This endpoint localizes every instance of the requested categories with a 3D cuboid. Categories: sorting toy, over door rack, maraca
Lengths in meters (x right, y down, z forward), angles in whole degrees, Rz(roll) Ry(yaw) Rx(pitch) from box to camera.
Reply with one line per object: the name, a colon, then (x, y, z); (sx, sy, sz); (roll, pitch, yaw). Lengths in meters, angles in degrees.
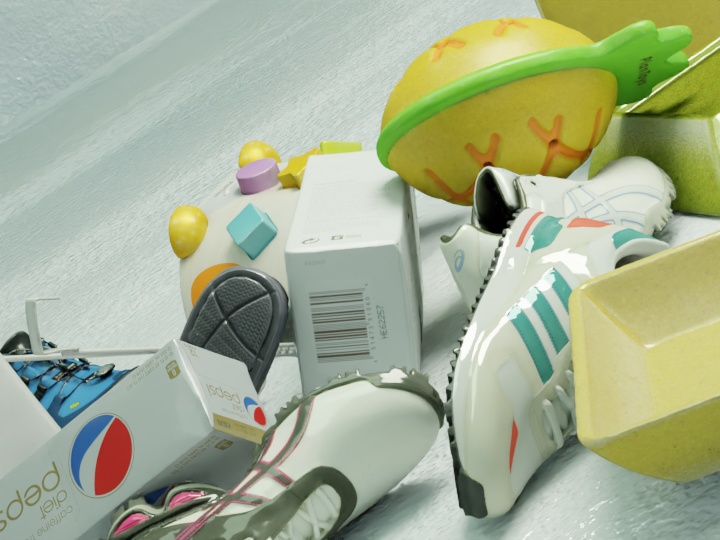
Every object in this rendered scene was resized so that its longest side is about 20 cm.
sorting toy: (-0.018, -0.041, 1.614); (0.179, 0.107, 0.200); (-17, 21, 38)
over door rack: (-0.147, 0.065, 1.444); (0.199, 0.067, 0.147); (12, -10, -32)
maraca: (0.104, -0.102, 1.398); (0.199, 0.108, 0.137); (-19, -13, 0)

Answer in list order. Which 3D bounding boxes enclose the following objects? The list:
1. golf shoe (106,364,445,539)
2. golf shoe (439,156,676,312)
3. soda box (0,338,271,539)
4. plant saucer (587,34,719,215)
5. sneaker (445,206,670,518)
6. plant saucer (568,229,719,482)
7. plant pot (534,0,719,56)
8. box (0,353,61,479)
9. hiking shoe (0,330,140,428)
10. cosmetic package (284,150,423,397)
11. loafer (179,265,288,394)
golf shoe: (-0.036, 0.128, 1.202); (0.199, 0.077, 0.088); (-33, 32, 8)
golf shoe: (0.113, -0.032, 1.328); (0.078, 0.097, 0.200); (-34, 9, 38)
soda box: (-0.142, 0.124, 1.278); (0.200, 0.064, 0.068); (-39, -32, 19)
plant saucer: (0.245, -0.112, 1.434); (0.200, 0.048, 0.200); (-36, 15, -14)
sneaker: (0.104, 0.043, 1.165); (0.093, 0.071, 0.200); (4, 41, 18)
plant saucer: (0.196, 0.026, 1.054); (0.199, 0.049, 0.200); (-22, 16, 11)
plant pot: (0.210, -0.228, 1.603); (0.199, 0.196, 0.194); (-22, 11, 7)
box: (-0.299, 0.134, 1.396); (0.200, 0.199, 0.171); (-46, 21, -30)
hiking shoe: (-0.221, 0.085, 1.625); (0.199, 0.087, 0.074); (-15, 13, 45)
cosmetic package: (0.000, 0.000, 1.422); (0.074, 0.102, 0.200); (-4, 20, 6)
loafer: (-0.096, 0.092, 1.349); (0.201, 0.072, 0.063); (-60, -13, 3)
